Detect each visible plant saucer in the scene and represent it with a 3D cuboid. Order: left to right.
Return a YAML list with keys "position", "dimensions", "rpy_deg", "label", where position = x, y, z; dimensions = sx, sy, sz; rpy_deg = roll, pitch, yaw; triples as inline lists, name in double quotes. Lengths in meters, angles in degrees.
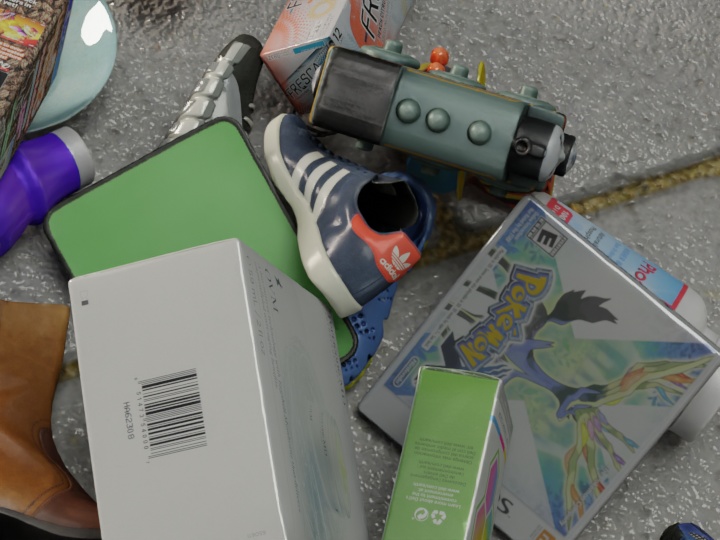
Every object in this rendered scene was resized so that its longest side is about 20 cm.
- position: [-0.282, -0.167, 1.766]
  dimensions: [0.201, 0.039, 0.201]
  rpy_deg: [8, 52, -11]
  label: "plant saucer"

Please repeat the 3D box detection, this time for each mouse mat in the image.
- position: [-0.114, 0.009, 1.687]
  dimensions: [0.161, 0.008, 0.200]
  rpy_deg: [-28, 82, -4]
  label: "mouse mat"

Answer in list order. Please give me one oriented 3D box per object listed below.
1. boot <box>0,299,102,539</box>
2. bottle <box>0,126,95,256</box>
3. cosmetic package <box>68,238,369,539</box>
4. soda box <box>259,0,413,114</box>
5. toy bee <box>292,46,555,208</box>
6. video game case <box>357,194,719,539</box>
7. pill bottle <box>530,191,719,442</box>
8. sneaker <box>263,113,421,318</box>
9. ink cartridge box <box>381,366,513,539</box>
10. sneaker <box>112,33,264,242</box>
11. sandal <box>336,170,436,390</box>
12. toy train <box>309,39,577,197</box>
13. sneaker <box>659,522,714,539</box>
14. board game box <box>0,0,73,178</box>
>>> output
- position: [-0.212, 0.115, 1.635]
  dimensions: [0.188, 0.069, 0.200]
  rpy_deg: [2, 53, -6]
  label: "boot"
- position: [-0.283, -0.042, 1.686]
  dimensions: [0.200, 0.065, 0.084]
  rpy_deg: [-29, 66, -28]
  label: "bottle"
- position: [-0.085, 0.108, 1.546]
  dimensions: [0.123, 0.200, 0.200]
  rpy_deg: [-13, 74, 12]
  label: "cosmetic package"
- position: [-0.006, -0.210, 1.830]
  dimensions: [0.064, 0.068, 0.200]
  rpy_deg: [55, 39, -31]
  label: "soda box"
- position: [0.065, -0.110, 1.794]
  dimensions: [0.200, 0.109, 0.131]
  rpy_deg: [3, 52, -21]
  label: "toy bee"
- position: [0.127, 0.079, 1.689]
  dimensions: [0.182, 0.022, 0.200]
  rpy_deg: [40, 99, 8]
  label: "video game case"
- position: [0.182, 0.037, 1.749]
  dimensions: [0.200, 0.109, 0.109]
  rpy_deg: [33, 58, 4]
  label: "pill bottle"
- position: [-0.008, -0.053, 1.689]
  dimensions: [0.084, 0.075, 0.200]
  rpy_deg: [-30, 44, 8]
  label: "sneaker"
- position: [0.053, 0.177, 1.609]
  dimensions: [0.059, 0.104, 0.200]
  rpy_deg: [9, 69, 13]
  label: "ink cartridge box"
- position: [-0.094, -0.071, 1.761]
  dimensions: [0.115, 0.075, 0.200]
  rpy_deg: [31, 68, -3]
  label: "sneaker"
- position: [0.000, 0.000, 1.733]
  dimensions: [0.079, 0.087, 0.200]
  rpy_deg: [26, 59, -3]
  label: "sandal"
- position: [0.056, -0.107, 1.693]
  dimensions: [0.200, 0.114, 0.085]
  rpy_deg: [19, 97, 7]
  label: "toy train"
- position: [0.288, 0.254, 1.688]
  dimensions: [0.200, 0.075, 0.078]
  rpy_deg: [47, 51, 3]
  label: "sneaker"
- position: [-0.305, -0.137, 1.632]
  dimensions: [0.159, 0.097, 0.200]
  rpy_deg: [20, 43, 0]
  label: "board game box"
